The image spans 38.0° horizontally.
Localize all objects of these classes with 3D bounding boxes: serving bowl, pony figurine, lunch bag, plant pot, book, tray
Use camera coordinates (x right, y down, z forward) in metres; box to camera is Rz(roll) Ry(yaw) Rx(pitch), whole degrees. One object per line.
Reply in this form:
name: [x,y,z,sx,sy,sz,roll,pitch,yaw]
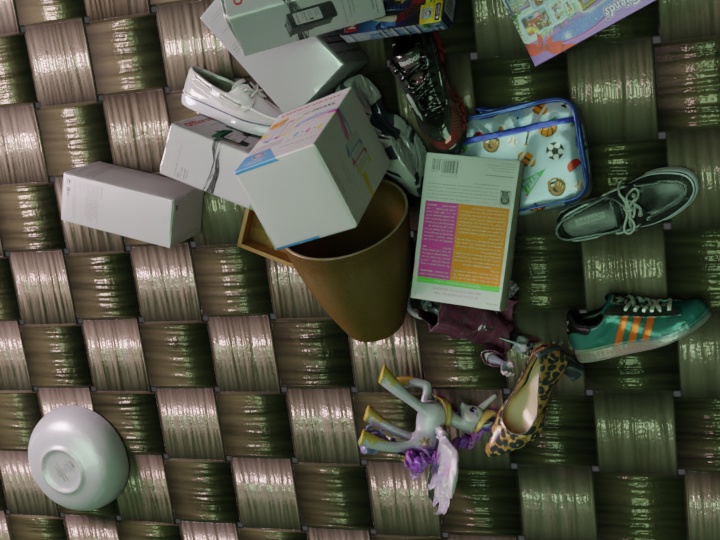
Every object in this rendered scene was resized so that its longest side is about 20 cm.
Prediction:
serving bowl: [-0.517,0.346,1.875,0.199,0.066,0.201,5,106,18]
pony figurine: [0.101,0.255,1.577,0.199,0.167,0.194,19,85,-3]
lunch bag: [0.216,-0.156,1.450,0.199,0.076,0.161,-9,92,21]
plant pot: [0.000,0.000,1.501,0.185,0.187,0.201,-2,130,21]
book: [0.143,-0.054,1.420,0.133,0.048,0.201,8,94,20]
tray: [-0.086,-0.052,1.617,0.199,0.037,0.099,22,112,14]

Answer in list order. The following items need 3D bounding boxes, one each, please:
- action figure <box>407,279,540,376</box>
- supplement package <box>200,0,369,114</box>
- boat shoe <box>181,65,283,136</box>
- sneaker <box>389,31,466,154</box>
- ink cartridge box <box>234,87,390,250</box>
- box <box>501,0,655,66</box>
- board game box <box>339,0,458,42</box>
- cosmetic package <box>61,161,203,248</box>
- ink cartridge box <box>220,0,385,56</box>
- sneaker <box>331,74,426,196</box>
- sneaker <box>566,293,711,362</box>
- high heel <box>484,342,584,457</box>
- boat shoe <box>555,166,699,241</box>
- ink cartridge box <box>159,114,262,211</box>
action figure: [0.169,0.084,1.526,0.199,0.134,0.149,29,157,-18]
supplement package: [-0.106,-0.331,1.499,0.117,0.117,0.200,-42,88,24]
boat shoe: [-0.178,-0.256,1.577,0.199,0.072,0.066,24,117,21]
sneaker: [0.087,-0.255,1.429,0.071,0.098,0.201,-22,74,23]
ink cartridge box: [-0.057,-0.143,1.399,0.128,0.200,0.126,-16,117,27]
box: [0.289,-0.378,1.382,0.199,0.039,0.137,-26,94,25]
board game box: [0.041,-0.397,1.417,0.199,0.062,0.201,-1,71,30]
cosmetic package: [-0.361,-0.108,1.664,0.199,0.108,0.085,16,110,17]
ink cartridge box: [-0.083,-0.382,1.360,0.199,0.083,0.146,-15,63,3]
sneaker: [0.007,-0.174,1.528,0.129,0.080,0.199,-28,113,40]
sneaker: [0.381,0.066,1.458,0.199,0.071,0.080,-20,102,25]
high heel: [0.225,0.186,1.494,0.200,0.142,0.071,-49,57,9]
boat shoe: [0.359,-0.086,1.424,0.198,0.068,0.074,-13,101,23]
ink cartridge box: [-0.175,-0.160,1.558,0.199,0.146,0.085,22,111,12]
